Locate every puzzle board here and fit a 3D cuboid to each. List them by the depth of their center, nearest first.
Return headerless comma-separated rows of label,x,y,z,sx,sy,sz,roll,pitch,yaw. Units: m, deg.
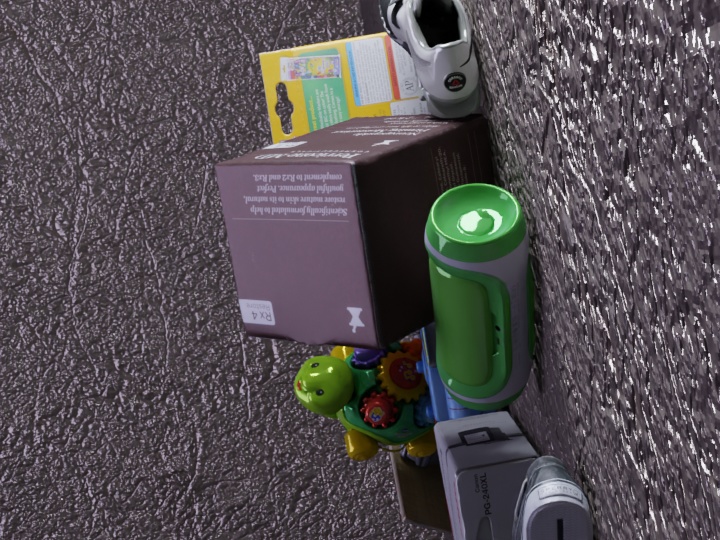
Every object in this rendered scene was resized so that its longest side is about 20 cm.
puzzle board,0.105,0.262,1.754,0.017,0.150,0.200,-57,25,30

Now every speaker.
speaker,0.100,0.025,1.152,0.089,0.088,0.200,-100,1,-46

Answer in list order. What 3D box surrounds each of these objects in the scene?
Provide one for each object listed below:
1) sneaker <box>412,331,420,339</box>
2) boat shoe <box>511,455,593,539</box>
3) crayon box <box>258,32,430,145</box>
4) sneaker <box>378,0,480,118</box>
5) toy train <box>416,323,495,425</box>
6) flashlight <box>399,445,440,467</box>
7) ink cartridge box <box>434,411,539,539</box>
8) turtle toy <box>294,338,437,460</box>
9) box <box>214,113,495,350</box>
sneaker,0.099,0.054,1.807,0.200,0.075,0.115,77,180,-51
boat shoe,0.150,0.233,1.066,0.071,0.072,0.200,-83,-4,-60
crayon box,0.005,-0.172,1.412,0.052,0.199,0.126,88,173,-82
sneaker,0.065,-0.235,1.273,0.089,0.074,0.200,82,169,-46
toy train,0.105,0.108,1.505,0.114,0.086,0.201,-91,-7,-79
flashlight,0.099,0.143,1.699,0.068,0.068,0.200,-63,-12,-64
ink cartridge box,0.131,0.233,1.354,0.200,0.083,0.146,-113,13,-83
turtle toy,0.016,0.138,1.601,0.101,0.200,0.146,124,140,-55
box,0.006,-0.041,1.247,0.200,0.166,0.165,-24,-69,-47
